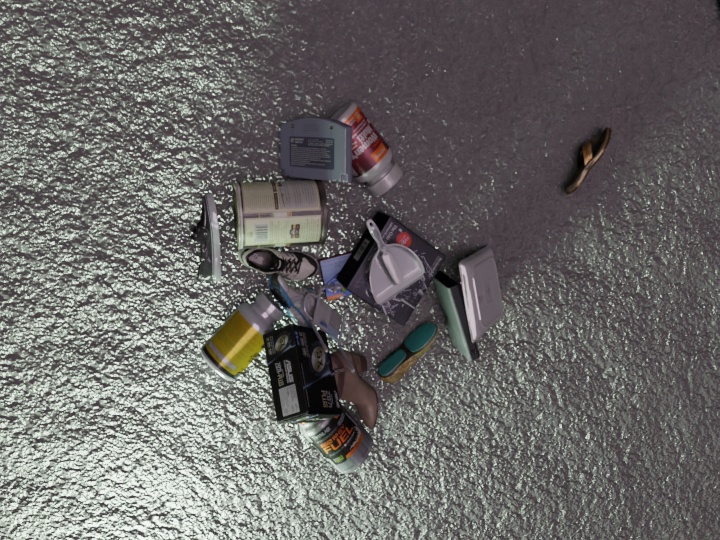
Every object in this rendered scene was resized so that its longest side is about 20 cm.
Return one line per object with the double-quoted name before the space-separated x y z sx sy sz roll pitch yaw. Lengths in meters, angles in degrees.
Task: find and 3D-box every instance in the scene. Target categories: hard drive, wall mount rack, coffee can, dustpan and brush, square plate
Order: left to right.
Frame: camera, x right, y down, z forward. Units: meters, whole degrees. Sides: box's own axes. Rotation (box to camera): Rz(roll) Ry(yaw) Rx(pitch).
"coffee can" -0.182 -0.128 1.444 0.195 0.146 0.150 -4 103 -15
"wall mount rack" -0.060 0.138 1.522 0.200 0.073 0.177 42 48 -44
"dustpan and brush" 0.058 -0.031 1.451 0.138 0.057 0.203 -32 108 -7
"hard drive" 0.239 0.111 1.622 0.032 0.140 0.204 -21 107 -6
"square plate" 0.311 0.055 1.615 0.197 0.028 0.205 -24 105 -55

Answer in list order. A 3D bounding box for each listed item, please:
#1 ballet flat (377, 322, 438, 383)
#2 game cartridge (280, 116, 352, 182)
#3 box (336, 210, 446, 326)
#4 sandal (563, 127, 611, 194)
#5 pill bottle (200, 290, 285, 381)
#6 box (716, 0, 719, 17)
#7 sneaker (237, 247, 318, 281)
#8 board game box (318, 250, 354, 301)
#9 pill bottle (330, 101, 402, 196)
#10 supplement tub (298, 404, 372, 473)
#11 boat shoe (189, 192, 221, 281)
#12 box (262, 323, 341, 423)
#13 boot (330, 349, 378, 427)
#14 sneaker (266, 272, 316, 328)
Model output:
"ballet flat" 0.129 0.218 1.660 0.199 0.071 0.071 -42 110 -4
"game cartridge" -0.099 -0.271 1.425 0.041 0.197 0.137 -9 106 -52
"box" 0.074 -0.006 1.548 0.180 0.104 0.202 32 92 -21
"sandal" 0.588 -0.293 1.677 0.054 0.080 0.202 35 95 2
"pill bottle" -0.270 0.149 1.498 0.112 0.112 0.200 43 89 -20
"box" 1.058 -0.735 1.684 0.197 0.124 0.200 -26 106 -9
"sneaker" -0.189 -0.011 1.500 0.195 0.088 0.078 9 98 -19
"board game box" 0.000 0.000 1.592 0.195 0.019 0.105 -14 104 -13
"pill bottle" 0.005 -0.277 1.485 0.109 0.110 0.201 -42 109 -3
"supplement tub" -0.070 0.399 1.606 0.122 0.122 0.201 -42 109 -3
"boat shoe" -0.353 -0.072 1.453 0.065 0.070 0.205 -5 111 -16
"box" -0.132 0.239 1.466 0.085 0.163 0.205 -20 70 21
"boot" -0.031 0.296 1.583 0.145 0.069 0.205 0 75 -49
"sneaker" -0.151 0.062 1.524 0.087 0.074 0.201 -45 137 -15
